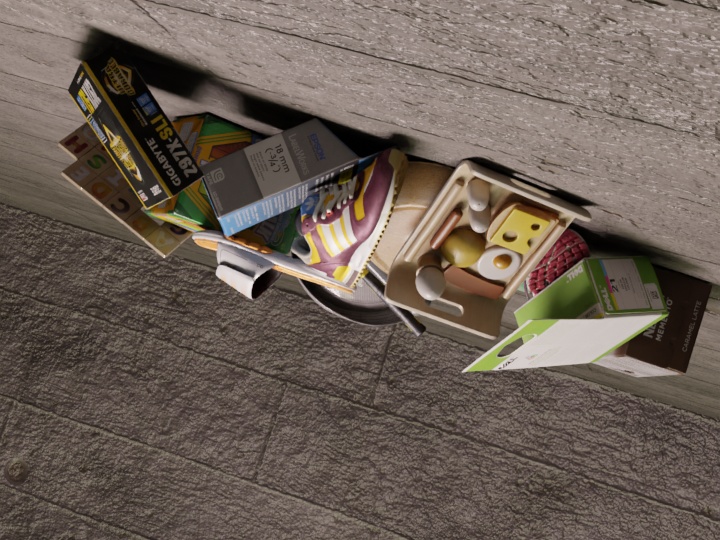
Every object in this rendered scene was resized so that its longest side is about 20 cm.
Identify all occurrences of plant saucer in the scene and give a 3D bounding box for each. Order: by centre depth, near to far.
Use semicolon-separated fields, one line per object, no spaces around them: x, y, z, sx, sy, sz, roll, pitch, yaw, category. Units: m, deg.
0.074;-0.037;1.553;0.198;0.036;0.201;12;142;9;plant saucer

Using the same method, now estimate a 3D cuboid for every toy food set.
0.130;-0.016;1.481;0.142;0.061;0.201;20;132;-18;toy food set

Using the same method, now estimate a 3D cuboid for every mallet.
0.000;0.000;1.601;0.200;0.041;0.066;46;-177;2;mallet

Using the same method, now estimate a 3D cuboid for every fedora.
0.014;-0.025;1.799;0.198;0.179;0.090;9;151;-21;fedora

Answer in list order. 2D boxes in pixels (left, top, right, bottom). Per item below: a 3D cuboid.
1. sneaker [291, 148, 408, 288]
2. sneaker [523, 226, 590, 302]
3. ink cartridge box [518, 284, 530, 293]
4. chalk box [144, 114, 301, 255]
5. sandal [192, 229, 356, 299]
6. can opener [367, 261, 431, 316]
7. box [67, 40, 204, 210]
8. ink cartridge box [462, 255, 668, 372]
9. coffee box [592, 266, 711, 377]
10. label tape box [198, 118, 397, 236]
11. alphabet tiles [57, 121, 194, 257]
-0.016;-0.061;1.480;0.089;0.075;0.201;23;137;-2;sneaker
0.217;-0.012;1.664;0.080;0.075;0.200;-23;161;-4;sneaker
0.131;-0.030;1.859;0.198;0.051;0.161;15;173;13;ink cartridge box
-0.137;-0.093;1.712;0.198;0.126;0.124;19;174;-25;chalk box
-0.107;0.007;1.627;0.205;0.060;0.079;18;174;15;sandal
0.021;-0.037;1.709;0.200;0.067;0.053;46;180;-12;can opener
-0.238;-0.146;1.488;0.161;0.049;0.200;59;167;-8;box
0.222;0.049;1.602;0.198;0.076;0.148;-1;155;-32;ink cartridge box
0.350;0.066;1.750;0.079;0.116;0.200;18;173;-3;coffee box
-0.068;-0.109;1.520;0.198;0.064;0.144;-23;176;-5;label tape box
-0.272;-0.120;1.776;0.199;0.167;0.008;39;134;5;alphabet tiles
